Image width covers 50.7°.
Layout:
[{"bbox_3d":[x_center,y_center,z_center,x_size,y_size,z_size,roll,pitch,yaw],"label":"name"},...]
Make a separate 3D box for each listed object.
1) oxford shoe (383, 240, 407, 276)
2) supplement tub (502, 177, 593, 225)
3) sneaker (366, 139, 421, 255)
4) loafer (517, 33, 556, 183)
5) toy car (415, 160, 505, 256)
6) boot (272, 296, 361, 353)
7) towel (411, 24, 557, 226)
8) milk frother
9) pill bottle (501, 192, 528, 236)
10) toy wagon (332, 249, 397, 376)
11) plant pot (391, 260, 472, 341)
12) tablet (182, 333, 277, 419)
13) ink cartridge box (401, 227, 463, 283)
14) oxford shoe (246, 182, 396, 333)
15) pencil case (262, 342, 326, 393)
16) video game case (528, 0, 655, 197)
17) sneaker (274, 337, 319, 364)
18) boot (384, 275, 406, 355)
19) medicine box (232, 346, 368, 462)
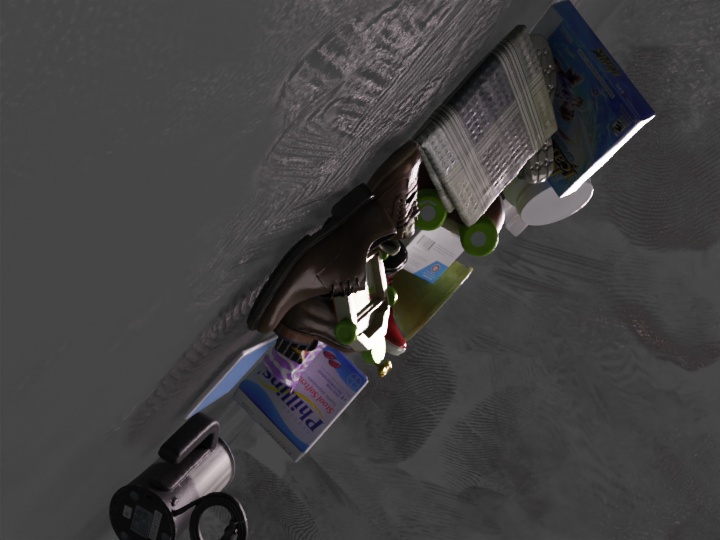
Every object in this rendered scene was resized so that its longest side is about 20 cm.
[{"bbox_3d":[0.000,0.000,1.219,0.198,0.073,0.085,-28,167,-43],"label":"oxford shoe"},{"bbox_3d":[0.284,-0.192,1.237,0.141,0.204,0.145,-13,154,-6],"label":"supplement tub"},{"bbox_3d":[0.046,-0.082,0.902,0.070,0.076,0.200,-44,176,-21],"label":"sneaker"},{"bbox_3d":[0.230,-0.223,1.056,0.069,0.205,0.070,-12,-158,-25],"label":"loafer"},{"bbox_3d":[0.164,-0.153,1.089,0.165,0.155,0.203,-77,-167,-68],"label":"toy car"},{"bbox_3d":[-0.025,0.057,1.078,0.197,0.075,0.098,7,125,-42],"label":"boot"},{"bbox_3d":[0.158,-0.172,0.942,0.193,0.034,0.200,-48,142,-5],"label":"towel"},{"bbox_3d":[-0.242,0.348,1.173,0.181,0.199,0.188,-52,174,25],"label":"milk frother"},{"bbox_3d":[0.258,-0.165,1.475,0.112,0.200,0.111,-45,177,-4],"label":"pill bottle"},{"bbox_3d":[0.005,0.048,1.044,0.039,0.205,0.155,-3,-165,26],"label":"toy wagon"},{"bbox_3d":[0.095,0.006,1.538,0.201,0.184,0.200,-46,177,-3],"label":"plant pot"},{"bbox_3d":[-0.191,0.153,1.140,0.130,0.014,0.200,-48,175,8],"label":"tablet"},{"bbox_3d":[0.140,-0.091,1.360,0.200,0.084,0.144,-48,141,15],"label":"ink cartridge box"},{"bbox_3d":[-0.036,0.001,0.793,0.200,0.084,0.073,-44,178,-17],"label":"oxford shoe"},{"bbox_3d":[-0.092,0.124,1.402,0.200,0.085,0.084,-46,-171,9],"label":"pencil case"},{"bbox_3d":[0.287,-0.237,1.073,0.045,0.202,0.182,-23,164,-32],"label":"video game case"},{"bbox_3d":[-0.092,0.087,1.264,0.091,0.069,0.200,-62,-177,-24],"label":"sneaker"},{"bbox_3d":[0.048,0.046,1.422,0.145,0.201,0.072,-47,151,15],"label":"boot"},{"bbox_3d":[-0.118,0.234,1.498,0.200,0.182,0.103,-45,176,-28],"label":"medicine box"}]
